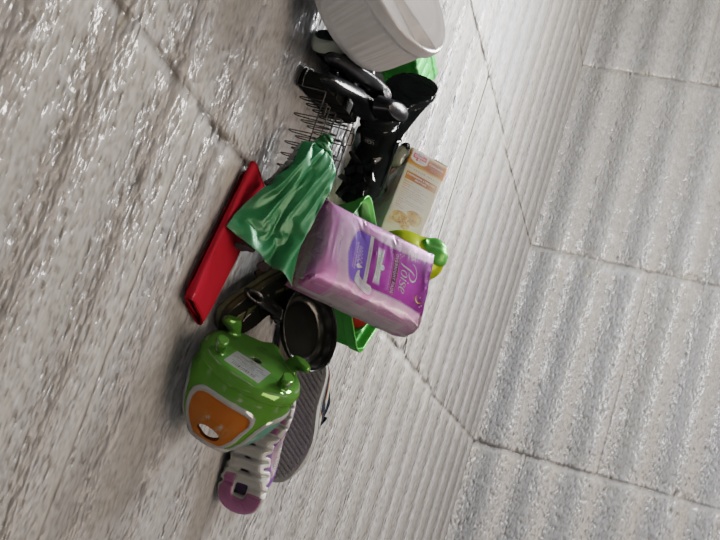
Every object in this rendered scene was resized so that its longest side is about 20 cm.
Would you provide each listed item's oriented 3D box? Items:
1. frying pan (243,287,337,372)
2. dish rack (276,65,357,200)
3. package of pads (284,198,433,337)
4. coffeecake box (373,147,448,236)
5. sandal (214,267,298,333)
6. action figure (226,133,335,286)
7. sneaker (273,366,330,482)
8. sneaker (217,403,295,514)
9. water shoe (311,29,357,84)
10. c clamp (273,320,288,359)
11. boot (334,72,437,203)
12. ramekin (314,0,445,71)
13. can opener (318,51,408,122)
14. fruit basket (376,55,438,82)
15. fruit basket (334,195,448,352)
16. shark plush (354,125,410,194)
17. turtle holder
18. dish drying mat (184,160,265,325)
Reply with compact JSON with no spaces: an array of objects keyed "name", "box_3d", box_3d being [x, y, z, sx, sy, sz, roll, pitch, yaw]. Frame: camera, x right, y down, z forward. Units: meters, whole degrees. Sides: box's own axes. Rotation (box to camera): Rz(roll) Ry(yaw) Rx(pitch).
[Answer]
[{"name":"frying pan","box_3d":[-0.093,0.079,1.418,0.190,0.031,0.116,0,85,-54]},{"name":"dish rack","box_3d":[-0.065,-0.161,1.486,0.153,0.054,0.201,35,72,-70]},{"name":"package of pads","box_3d":[0.000,0.000,1.447,0.200,0.076,0.121,26,65,-32]},{"name":"coffeecake box","box_3d":[0.050,-0.077,1.757,0.153,0.073,0.201,-35,-150,63]},{"name":"sandal","box_3d":[-0.128,0.023,1.438,0.201,0.057,0.080,-23,132,-51]},{"name":"action figure","box_3d":[-0.085,-0.095,1.369,0.118,0.055,0.200,47,61,-32]},{"name":"sneaker","box_3d":[-0.092,0.227,1.658,0.079,0.078,0.201,52,59,-79]},{"name":"sneaker","box_3d":[-0.141,0.240,1.533,0.088,0.080,0.201,-2,110,-79]},{"name":"water shoe","box_3d":[-0.015,-0.287,1.507,0.200,0.071,0.079,-24,128,-68]},{"name":"c clamp","box_3d":[-0.086,0.068,1.638,0.200,0.027,0.172,-27,128,-67]},{"name":"boot","box_3d":[0.038,-0.194,1.638,0.198,0.073,0.163,-47,160,-47]},{"name":"ramekin","box_3d":[0.019,-0.351,1.403,0.202,0.094,0.203,40,37,-40]},{"name":"can opener","box_3d":[-0.001,-0.248,1.443,0.200,0.078,0.064,24,72,-62]},{"name":"fruit basket","box_3d":[0.074,-0.382,1.725,0.185,0.093,0.201,70,22,-62]},{"name":"fruit basket","box_3d":[0.020,0.001,1.582,0.156,0.215,0.216,-53,152,-53]},{"name":"shark plush","box_3d":[0.020,-0.143,1.745,0.083,0.090,0.201,-149,-113,-77]},{"name":"turtle holder","box_3d":[-0.155,0.140,1.344,0.132,0.141,0.186,-59,-156,13]},{"name":"dish drying mat","box_3d":[-0.165,-0.035,1.330,0.077,0.018,0.201,75,32,-59]}]
